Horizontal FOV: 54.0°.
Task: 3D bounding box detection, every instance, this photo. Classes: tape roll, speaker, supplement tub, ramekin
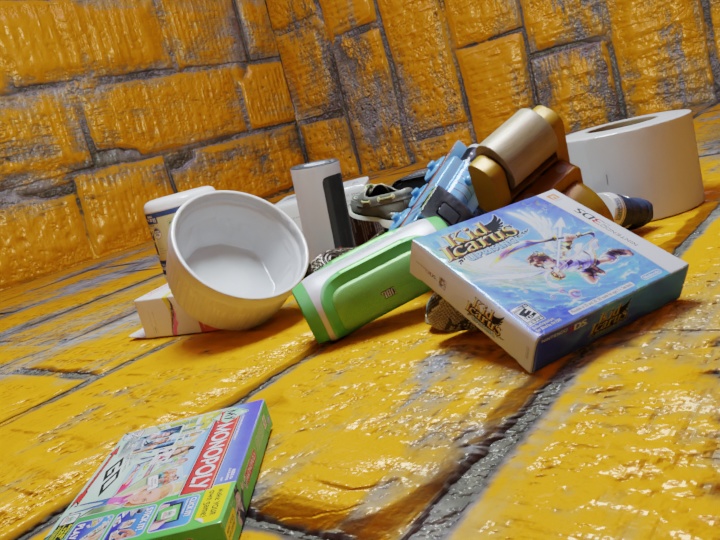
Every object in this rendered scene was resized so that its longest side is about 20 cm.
[{"bbox_3d":[0.420,-0.161,1.105,0.202,0.140,0.203,-14,11,3],"label":"tape roll"},{"bbox_3d":[0.021,0.010,0.856,0.200,0.089,0.088,-27,13,-7],"label":"speaker"},{"bbox_3d":[-0.326,-0.053,1.376,0.144,0.201,0.144,-14,11,3],"label":"supplement tub"},{"bbox_3d":[-0.184,-0.008,1.016,0.200,0.200,0.105,-25,-24,-42],"label":"ramekin"},{"bbox_3d":[-0.055,-0.073,1.133,0.081,0.201,0.081,-9,15,2],"label":"speaker"}]

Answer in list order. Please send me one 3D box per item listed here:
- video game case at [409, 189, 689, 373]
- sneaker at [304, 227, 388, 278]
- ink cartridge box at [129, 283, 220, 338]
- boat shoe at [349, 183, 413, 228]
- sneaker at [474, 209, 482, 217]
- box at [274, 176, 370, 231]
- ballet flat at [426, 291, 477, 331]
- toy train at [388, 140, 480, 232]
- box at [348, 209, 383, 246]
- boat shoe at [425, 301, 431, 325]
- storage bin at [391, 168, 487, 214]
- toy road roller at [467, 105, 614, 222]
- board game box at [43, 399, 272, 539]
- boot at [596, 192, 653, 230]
[{"bbox_3d":[0.181,-0.002,0.697,0.200,0.046,0.181,-20,39,-26],"label":"video game case"},{"bbox_3d":[0.000,0.000,1.081,0.200,0.076,0.070,-24,57,-23],"label":"sneaker"},{"bbox_3d":[-0.276,0.053,1.138,0.199,0.068,0.116,-8,14,28],"label":"ink cartridge box"},{"bbox_3d":[0.035,-0.109,1.127,0.072,0.061,0.202,-13,15,-21],"label":"boat shoe"},{"bbox_3d":[0.101,-0.021,1.057,0.200,0.076,0.077,-28,-23,-19],"label":"sneaker"},{"bbox_3d":[-0.065,-0.103,1.466,0.199,0.131,0.199,-13,11,5],"label":"box"},{"bbox_3d":[0.168,0.021,0.753,0.199,0.068,0.075,-16,20,-26],"label":"ballet flat"},{"bbox_3d":[0.119,-0.096,0.982,0.200,0.087,0.114,-55,12,-24],"label":"toy train"},{"bbox_3d":[0.018,-0.068,1.270,0.200,0.100,0.075,-22,13,-34],"label":"box"},{"bbox_3d":[0.146,0.006,0.834,0.201,0.066,0.072,-24,16,-36],"label":"boat shoe"},{"bbox_3d":[0.166,-0.110,1.187,0.199,0.136,0.094,-8,12,29],"label":"storage bin"},{"bbox_3d":[0.240,-0.094,0.903,0.123,0.200,0.146,-41,46,-10],"label":"toy road roller"},{"bbox_3d":[-0.147,0.164,0.541,0.134,0.029,0.200,-15,11,3],"label":"board game box"},{"bbox_3d":[0.319,-0.073,1.032,0.090,0.073,0.200,0,1,-33],"label":"boot"}]
